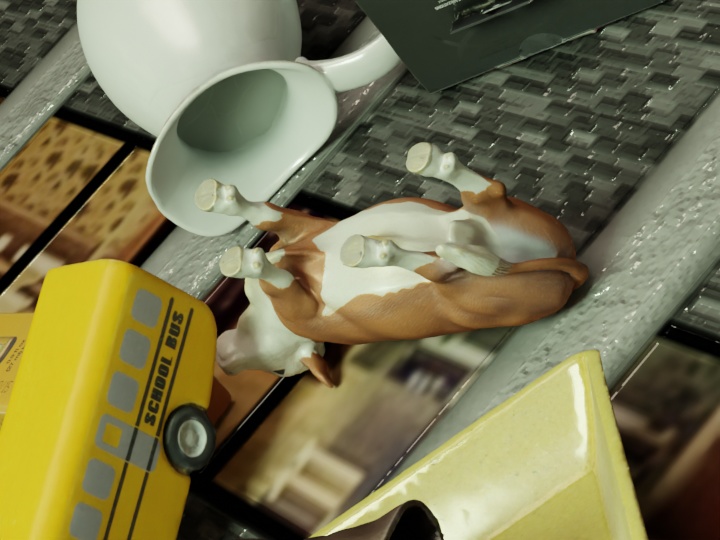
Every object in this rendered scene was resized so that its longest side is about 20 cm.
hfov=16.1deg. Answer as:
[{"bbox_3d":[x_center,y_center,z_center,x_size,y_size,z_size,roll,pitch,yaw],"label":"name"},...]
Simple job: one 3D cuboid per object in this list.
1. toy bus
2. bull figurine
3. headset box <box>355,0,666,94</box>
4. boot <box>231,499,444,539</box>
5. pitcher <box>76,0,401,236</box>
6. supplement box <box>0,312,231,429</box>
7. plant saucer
[{"bbox_3d":[-0.121,0.102,1.124,0.065,0.078,0.201,-7,61,45],"label":"toy bus"},{"bbox_3d":[0.000,0.000,1.128,0.200,0.121,0.065,-13,63,34],"label":"bull figurine"},{"bbox_3d":[0.091,-0.188,1.304,0.149,0.077,0.200,-19,34,36],"label":"headset box"},{"bbox_3d":[-0.071,0.159,0.883,0.166,0.072,0.200,-25,18,45],"label":"boot"},{"bbox_3d":[-0.064,-0.132,1.391,0.171,0.121,0.200,-31,39,2],"label":"pitcher"},{"bbox_3d":[-0.156,0.065,1.278,0.200,0.069,0.067,1,49,50],"label":"supplement box"},{"bbox_3d":[0.028,0.137,0.939,0.200,0.048,0.200,-36,19,12],"label":"plant saucer"}]
